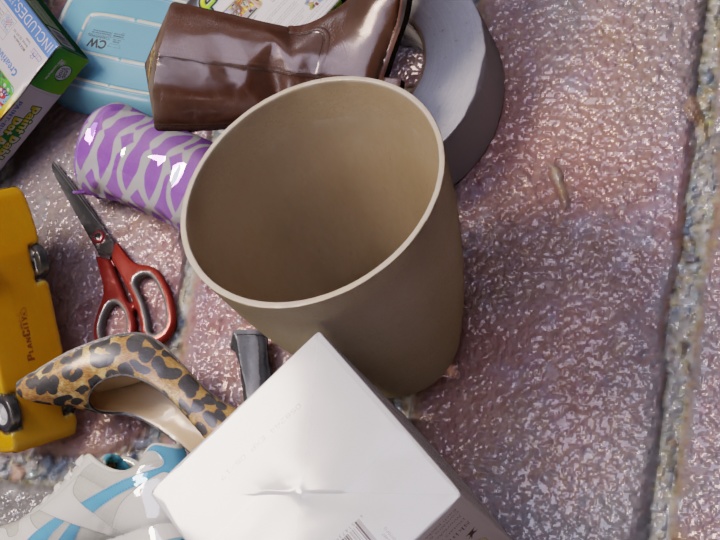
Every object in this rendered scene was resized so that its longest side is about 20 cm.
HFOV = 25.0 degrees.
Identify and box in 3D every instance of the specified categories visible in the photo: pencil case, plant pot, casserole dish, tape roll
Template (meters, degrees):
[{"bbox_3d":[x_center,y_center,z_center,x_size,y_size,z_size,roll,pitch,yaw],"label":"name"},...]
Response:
[{"bbox_3d":[-0.138,-0.065,1.295,0.199,0.084,0.086,27,113,27],"label":"pencil case"},{"bbox_3d":[0.000,0.000,1.140,0.186,0.200,0.188,-12,52,16],"label":"plant pot"},{"bbox_3d":[-0.191,-0.188,1.382,0.199,0.039,0.122,14,74,25],"label":"casserole dish"},{"bbox_3d":[0.010,-0.148,1.279,0.199,0.066,0.202,-7,67,18],"label":"tape roll"}]

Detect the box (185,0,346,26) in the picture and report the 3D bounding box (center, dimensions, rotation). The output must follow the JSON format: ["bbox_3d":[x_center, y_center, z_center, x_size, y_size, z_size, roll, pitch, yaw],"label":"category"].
[{"bbox_3d":[-0.051,-0.226,1.275,0.200,0.035,0.110,-47,62,-2],"label":"box"}]

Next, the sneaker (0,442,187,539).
[{"bbox_3d":[-0.198,0.180,1.201,0.199,0.076,0.081,-16,72,30],"label":"sneaker"}]

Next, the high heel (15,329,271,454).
[{"bbox_3d":[-0.156,0.120,1.211,0.198,0.072,0.143,-7,60,-5],"label":"high heel"}]

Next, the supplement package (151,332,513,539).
[{"bbox_3d":[-0.006,0.171,1.083,0.152,0.200,0.151,-43,62,-1],"label":"supplement package"}]

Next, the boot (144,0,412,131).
[{"bbox_3d":[-0.062,-0.189,1.208,0.198,0.064,0.188,6,84,5],"label":"boot"}]

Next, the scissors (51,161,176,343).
[{"bbox_3d":[-0.203,-0.020,1.337,0.073,0.014,0.201,-26,62,11],"label":"scissors"}]

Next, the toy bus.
[{"bbox_3d":[-0.283,0.039,1.273,0.078,0.065,0.202,-6,97,45],"label":"toy bus"}]

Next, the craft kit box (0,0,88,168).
[{"bbox_3d":[-0.353,-0.174,1.401,0.198,0.048,0.200,-46,61,12],"label":"craft kit box"}]
